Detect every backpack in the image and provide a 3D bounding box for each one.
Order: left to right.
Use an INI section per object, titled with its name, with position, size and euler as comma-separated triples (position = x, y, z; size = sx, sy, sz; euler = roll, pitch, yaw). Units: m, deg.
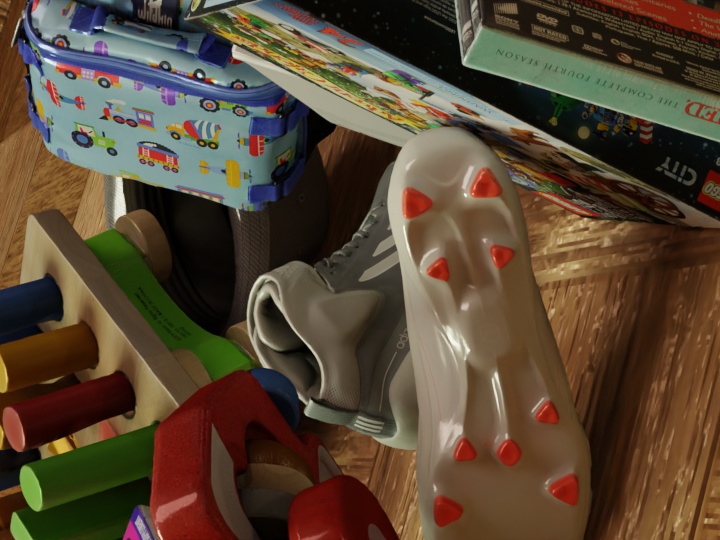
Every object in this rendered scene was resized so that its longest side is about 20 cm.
[backpack]
position = -0.090, -0.149, 1.060
size = 0.200, 0.182, 0.135
euler = 100, -171, -56

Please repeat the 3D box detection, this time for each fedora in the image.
[fedora]
position = -0.080, -0.039, 1.232
size = 0.177, 0.090, 0.200
euler = 30, 128, 47

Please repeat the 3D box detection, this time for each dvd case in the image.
[dvd case]
position = 0.100, -0.121, 0.764
size = 0.200, 0.146, 0.022
euler = -93, 23, -48

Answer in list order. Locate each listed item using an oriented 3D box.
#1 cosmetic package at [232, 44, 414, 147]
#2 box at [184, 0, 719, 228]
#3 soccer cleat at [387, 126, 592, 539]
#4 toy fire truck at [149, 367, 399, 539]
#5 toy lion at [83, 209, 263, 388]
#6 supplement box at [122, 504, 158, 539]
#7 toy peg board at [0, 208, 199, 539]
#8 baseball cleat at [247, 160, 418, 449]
[cosmetic package]
position = 0.014, -0.122, 0.967
size = 0.200, 0.085, 0.108
euler = 15, -86, -79
[box]
position = 0.041, -0.075, 0.798
size = 0.038, 0.200, 0.137
euler = -67, 18, -5
[soccer cleat]
position = 0.050, 0.041, 0.804
size = 0.078, 0.069, 0.200
euler = -83, -16, -80
[toy fire truck]
position = -0.024, 0.125, 0.816
size = 0.112, 0.200, 0.168
euler = -26, 31, 12
[toy lion]
position = -0.122, 0.076, 1.217
size = 0.200, 0.069, 0.192
euler = 41, 143, 39
[supplement box]
position = -0.095, 0.237, 1.036
size = 0.101, 0.103, 0.200
euler = -138, 67, -69
[toy peg board]
position = -0.177, 0.108, 1.139
size = 0.199, 0.098, 0.200
euler = 48, 139, 34
[baseball cleat]
position = 0.000, 0.000, 0.990
size = 0.200, 0.106, 0.070
euler = -93, 24, -53
